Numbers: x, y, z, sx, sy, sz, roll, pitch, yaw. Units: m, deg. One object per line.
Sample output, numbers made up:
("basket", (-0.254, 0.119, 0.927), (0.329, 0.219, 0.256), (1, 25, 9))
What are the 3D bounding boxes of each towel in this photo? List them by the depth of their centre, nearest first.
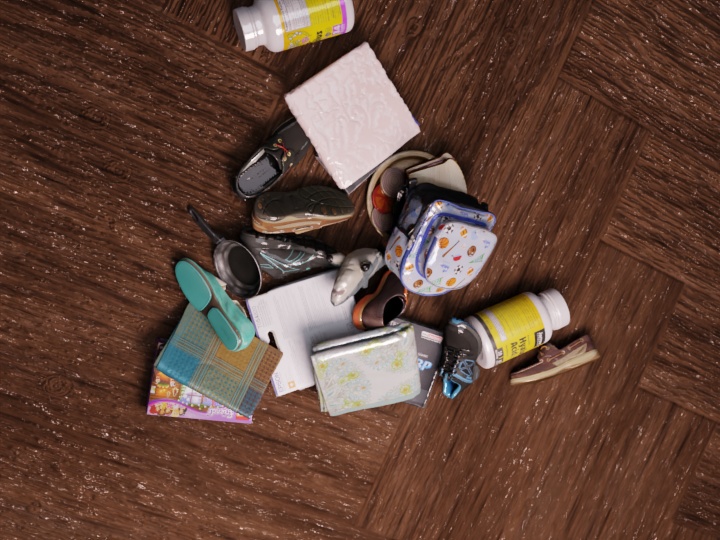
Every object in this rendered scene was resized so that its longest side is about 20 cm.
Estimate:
("towel", (-0.256, 0.162, 1.577), (0.199, 0.022, 0.147), (30, 63, -6))
("towel", (-0.014, -0.283, 1.581), (0.190, 0.032, 0.201), (-37, 108, -11))
("towel", (0.011, 0.187, 1.603), (0.198, 0.048, 0.172), (-14, 132, -5))

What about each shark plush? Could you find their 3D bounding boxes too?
("shark plush", (0.000, 0.000, 1.625), (0.090, 0.200, 0.084), (9, 110, 19))

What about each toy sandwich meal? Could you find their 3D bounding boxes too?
("toy sandwich meal", (0.112, -0.137, 1.663), (0.203, 0.070, 0.207), (-3, 101, -17))

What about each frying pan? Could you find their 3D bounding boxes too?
("frying pan", (-0.249, -0.026, 1.586), (0.031, 0.190, 0.116), (-34, 155, -46))

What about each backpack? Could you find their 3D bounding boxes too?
("backpack", (0.143, -0.046, 1.591), (0.198, 0.155, 0.191), (14, 120, -31))

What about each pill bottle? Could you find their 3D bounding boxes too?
("pill bottle", (-0.118, -0.445, 1.516), (0.198, 0.104, 0.105), (-19, 105, -12))
("pill bottle", (0.317, 0.110, 1.752), (0.198, 0.111, 0.112), (-23, 106, -12))

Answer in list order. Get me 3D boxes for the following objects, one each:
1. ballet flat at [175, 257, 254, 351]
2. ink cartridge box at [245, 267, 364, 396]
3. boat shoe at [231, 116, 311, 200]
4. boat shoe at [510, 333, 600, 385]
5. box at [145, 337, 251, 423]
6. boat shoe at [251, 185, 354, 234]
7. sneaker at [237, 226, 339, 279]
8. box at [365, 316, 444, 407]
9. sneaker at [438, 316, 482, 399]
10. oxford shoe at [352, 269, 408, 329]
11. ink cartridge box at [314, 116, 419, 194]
("ballet flat", (-0.261, 0.059, 1.580), (0.067, 0.070, 0.201), (-44, 78, 32))
("ink cartridge box", (-0.094, 0.115, 1.641), (0.198, 0.041, 0.202), (-17, 96, -1))
("boat shoe", (-0.151, -0.205, 1.575), (0.201, 0.063, 0.074), (-45, 105, -7))
("boat shoe", (0.401, 0.186, 1.825), (0.198, 0.072, 0.073), (-20, 75, -2))
("box", (-0.291, 0.207, 1.620), (0.198, 0.039, 0.138), (8, 98, -18))
("boat shoe", (-0.111, -0.107, 1.603), (0.198, 0.074, 0.076), (-3, 57, -26))
("sneaker", (-0.133, -0.026, 1.617), (0.198, 0.075, 0.080), (11, 108, -11))
("box", (0.062, 0.170, 1.719), (0.198, 0.046, 0.160), (19, 94, -19))
("sneaker", (0.192, 0.175, 1.699), (0.082, 0.073, 0.201), (-46, 142, -29))
("oxford shoe", (0.067, 0.052, 1.647), (0.200, 0.072, 0.072), (-47, 129, -40))
("ink cartridge box", (0.017, -0.245, 1.634), (0.200, 0.037, 0.095), (-43, 109, -7))
